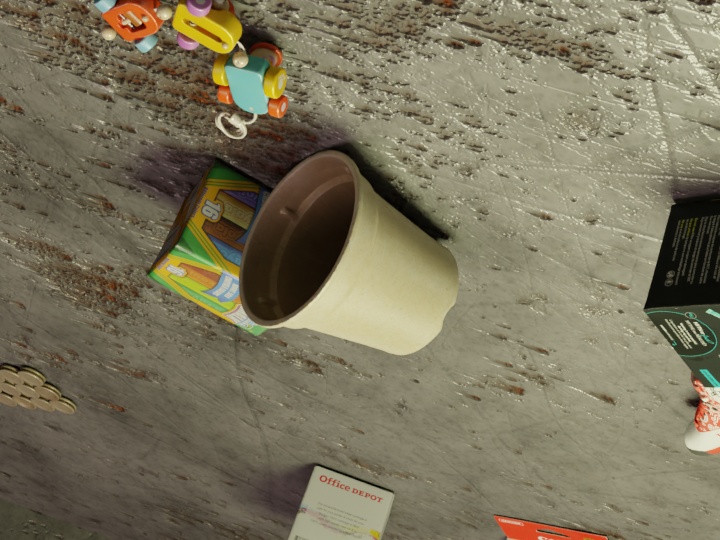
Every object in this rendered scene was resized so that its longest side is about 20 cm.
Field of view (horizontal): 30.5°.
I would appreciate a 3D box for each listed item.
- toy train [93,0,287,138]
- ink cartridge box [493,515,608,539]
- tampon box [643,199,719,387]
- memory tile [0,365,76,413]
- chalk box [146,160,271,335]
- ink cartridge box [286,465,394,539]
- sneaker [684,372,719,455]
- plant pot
[{"bbox_3d":[-0.154,-0.220,1.285,0.200,0.056,0.150,42,148,-27],"label":"toy train"},{"bbox_3d":[0.324,0.470,2.148,0.199,0.044,0.174,5,149,29],"label":"ink cartridge box"},{"bbox_3d":[0.394,0.019,1.221,0.199,0.127,0.150,-5,142,40],"label":"tampon box"},{"bbox_3d":[-0.624,0.213,2.415,0.199,0.017,0.153,2,146,32],"label":"memory tile"},{"bbox_3d":[-0.125,-0.012,1.546,0.199,0.124,0.125,30,152,-13],"label":"chalk box"},{"bbox_3d":[-0.045,0.463,2.234,0.146,0.201,0.146,19,153,7],"label":"ink cartridge box"},{"bbox_3d":[0.405,0.141,1.493,0.108,0.067,0.201,30,148,-12],"label":"sneaker"},{"bbox_3d":[0.000,0.000,1.433,0.183,0.201,0.200,27,154,-32],"label":"plant pot"}]
